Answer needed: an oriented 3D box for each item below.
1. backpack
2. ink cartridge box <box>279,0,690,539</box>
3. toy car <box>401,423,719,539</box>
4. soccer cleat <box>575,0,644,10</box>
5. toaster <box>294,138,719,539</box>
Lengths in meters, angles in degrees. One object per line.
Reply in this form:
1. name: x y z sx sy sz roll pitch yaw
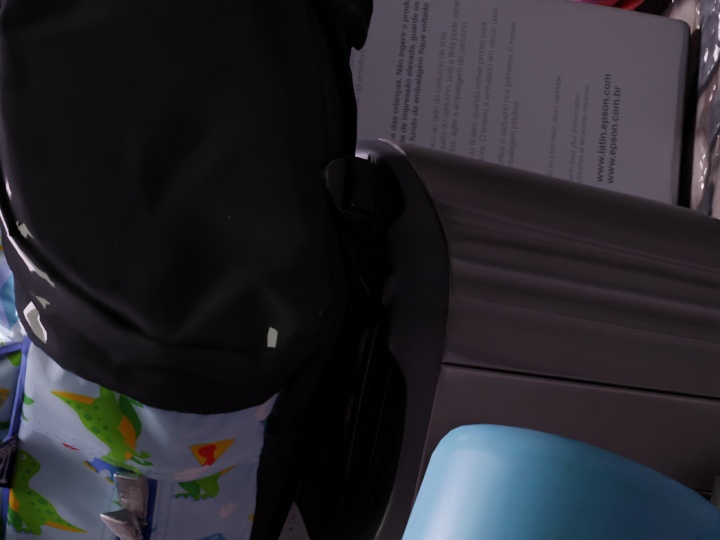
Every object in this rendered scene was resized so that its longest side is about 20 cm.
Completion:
1. backpack: -0.067 0.018 0.736 0.200 0.153 0.164 86 179 -53
2. ink cartridge box: 0.000 0.000 0.883 0.041 0.199 0.201 124 154 -69
3. toy car: 0.063 0.155 0.569 0.200 0.176 0.185 71 -143 -73
4. soccer cleat: 0.070 -0.103 0.985 0.200 0.066 0.077 117 157 -52
5. toaster: 0.049 0.033 0.777 0.200 0.128 0.114 -121 42 -74
